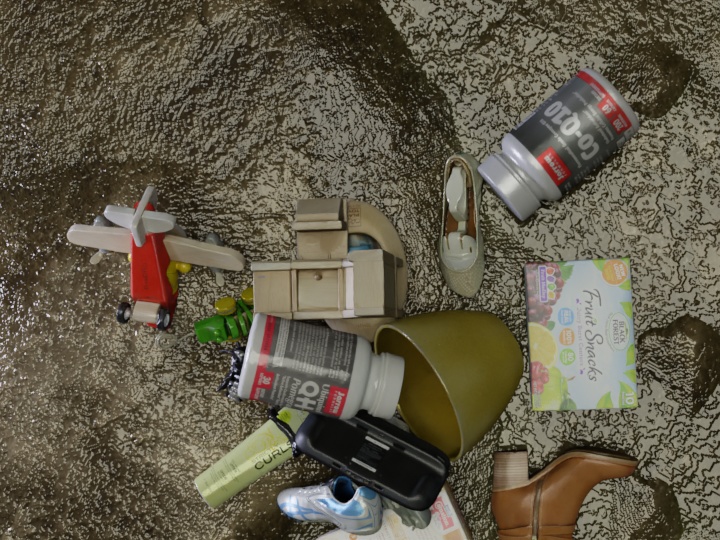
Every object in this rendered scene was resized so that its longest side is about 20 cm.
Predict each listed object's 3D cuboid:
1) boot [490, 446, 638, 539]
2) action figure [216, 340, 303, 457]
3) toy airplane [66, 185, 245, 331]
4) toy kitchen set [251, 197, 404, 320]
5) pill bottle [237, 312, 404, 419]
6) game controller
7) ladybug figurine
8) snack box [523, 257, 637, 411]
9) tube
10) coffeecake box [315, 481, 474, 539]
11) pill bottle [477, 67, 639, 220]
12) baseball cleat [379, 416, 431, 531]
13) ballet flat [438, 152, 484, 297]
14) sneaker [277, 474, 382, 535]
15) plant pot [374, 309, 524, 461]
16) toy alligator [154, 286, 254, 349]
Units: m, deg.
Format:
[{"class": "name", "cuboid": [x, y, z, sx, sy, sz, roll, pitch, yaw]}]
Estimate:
[{"class": "boot", "cuboid": [0.274, 0.317, 1.517, 0.199, 0.077, 0.156, -4, 85, 10]}, {"class": "action figure", "cuboid": [-0.124, 0.155, 1.561, 0.119, 0.102, 0.200, -41, 70, -15]}, {"class": "toy airplane", "cuboid": [-0.284, -0.032, 1.581, 0.199, 0.141, 0.200, -35, 105, 31]}, {"class": "toy kitchen set", "cuboid": [-0.054, -0.020, 1.456, 0.199, 0.180, 0.164, -2, 87, 10]}, {"class": "pill bottle", "cuboid": [-0.049, 0.128, 1.446, 0.199, 0.111, 0.111, 13, 89, -5]}, {"class": "game controller", "cuboid": [0.016, 0.235, 1.469, 0.199, 0.042, 0.104, 26, 49, 11]}, {"class": "ladybug figurine", "cuboid": [0.000, 0.000, 1.574, 0.135, 0.072, 0.201, -4, 87, 9]}, {"class": "snack box", "cuboid": [0.297, 0.086, 1.538, 0.142, 0.053, 0.201, -3, 87, 6]}, {"class": "tube", "cuboid": [-0.140, 0.254, 1.594, 0.200, 0.052, 0.058, -35, 111, -1]}, {"class": "coffeecake box", "cuboid": [0.058, 0.397, 1.546, 0.199, 0.073, 0.154, -25, 82, 6]}, {"class": "pill bottle", "cuboid": [0.263, -0.166, 1.525, 0.200, 0.114, 0.114, -41, 83, 4]}, {"class": "baseball cleat", "cuboid": [0.045, 0.256, 1.522, 0.106, 0.070, 0.200, -33, 54, -24]}, {"class": "ballet flat", "cuboid": [0.133, -0.063, 1.562, 0.067, 0.062, 0.201, -3, 86, 23]}, {"class": "sneaker", "cuboid": [-0.041, 0.307, 1.528, 0.200, 0.072, 0.073, -3, 89, 50]}, {"class": "plant pot", "cuboid": [0.131, 0.130, 1.506, 0.142, 0.200, 0.200, -28, 83, -20]}, {"class": "toy alligator", "cuboid": [-0.185, 0.077, 1.576, 0.199, 0.054, 0.059, -23, 125, -16]}]
